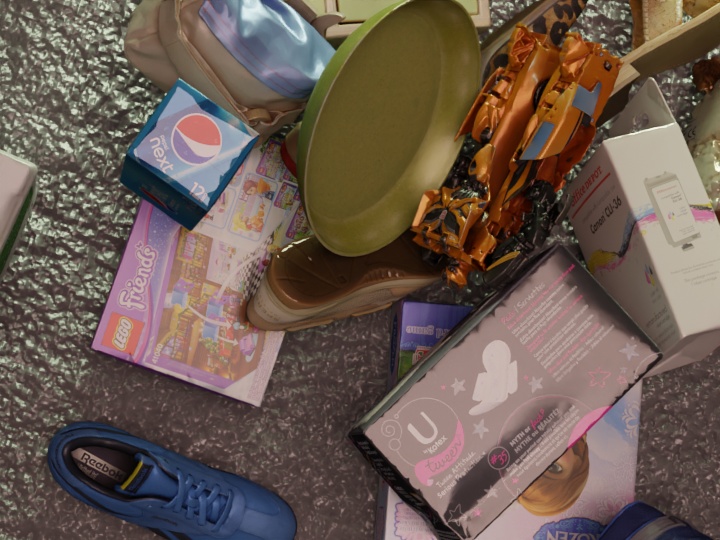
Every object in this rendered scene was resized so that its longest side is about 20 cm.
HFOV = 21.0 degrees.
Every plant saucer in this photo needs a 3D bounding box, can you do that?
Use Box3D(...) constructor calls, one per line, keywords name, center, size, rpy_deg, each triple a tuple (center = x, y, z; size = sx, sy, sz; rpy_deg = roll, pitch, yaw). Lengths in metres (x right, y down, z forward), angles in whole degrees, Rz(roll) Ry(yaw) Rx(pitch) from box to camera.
Box3D(name="plant saucer", center=(0.015, -0.108, 1.399), size=(0.031, 0.200, 0.201), rpy_deg=(28, 81, 31))

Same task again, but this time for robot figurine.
Box3D(name="robot figurine", center=(0.106, -0.079, 1.416), size=(0.058, 0.145, 0.201), rpy_deg=(31, 85, -29))

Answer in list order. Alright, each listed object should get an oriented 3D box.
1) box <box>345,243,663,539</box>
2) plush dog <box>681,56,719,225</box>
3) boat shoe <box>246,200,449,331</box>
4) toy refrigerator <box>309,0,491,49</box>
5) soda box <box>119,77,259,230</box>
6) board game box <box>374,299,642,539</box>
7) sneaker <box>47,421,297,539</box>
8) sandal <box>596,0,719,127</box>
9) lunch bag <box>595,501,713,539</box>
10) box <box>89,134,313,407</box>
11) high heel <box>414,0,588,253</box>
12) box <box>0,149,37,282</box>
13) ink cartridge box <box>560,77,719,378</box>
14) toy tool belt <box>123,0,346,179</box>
Box3D(name="box", center=(0.099, 0.090, 1.420), size=(0.200, 0.132, 0.115), rpy_deg=(-42, 91, -9))
Box3D(name="plush dog", center=(0.349, -0.095, 1.529), size=(0.171, 0.161, 0.200), rpy_deg=(24, 112, -21))
Box3D(name="boat shoe", center=(0.000, 0.000, 1.469), size=(0.199, 0.065, 0.072), rpy_deg=(-19, 71, -39))
Box3D(name="toy refrigerator", center=(-0.005, -0.212, 1.491), size=(0.199, 0.070, 0.076), rpy_deg=(-5, 88, -9))
Box3D(name="soda box", center=(-0.123, -0.078, 1.358), size=(0.068, 0.200, 0.064), rpy_deg=(35, 82, -5))
Box3D(name="board game box", center=(0.117, 0.130, 1.508), size=(0.199, 0.041, 0.201), rpy_deg=(5, 86, -9))
Box3D(name="sneaker", center=(-0.139, 0.169, 1.447), size=(0.199, 0.078, 0.066), rpy_deg=(23, 82, -9))
Box3D(name="sandal", center=(0.228, -0.191, 1.526), size=(0.211, 0.078, 0.070), rpy_deg=(-35, 74, -19))
Box3D(name="lunch bag", center=(0.236, 0.274, 1.459), size=(0.136, 0.132, 0.200), rpy_deg=(-47, 134, -9))
Box3D(name="box", center=(-0.109, -0.012, 1.479), size=(0.136, 0.039, 0.201), rpy_deg=(20, 84, -8))
Box3D(name="high heel", center=(0.138, -0.117, 1.515), size=(0.200, 0.071, 0.143), rpy_deg=(-44, 100, -5))
Box3D(name="box", center=(-0.354, -0.016, 1.371), size=(0.199, 0.171, 0.200), rpy_deg=(24, 84, -8))
Box3D(name="ink cartridge box", center=(0.215, -0.031, 1.473), size=(0.067, 0.117, 0.201), rpy_deg=(-15, 74, -17))
Box3D(name="toy tool belt", center=(-0.062, -0.153, 1.390), size=(0.200, 0.125, 0.123), rpy_deg=(35, 118, -24))
